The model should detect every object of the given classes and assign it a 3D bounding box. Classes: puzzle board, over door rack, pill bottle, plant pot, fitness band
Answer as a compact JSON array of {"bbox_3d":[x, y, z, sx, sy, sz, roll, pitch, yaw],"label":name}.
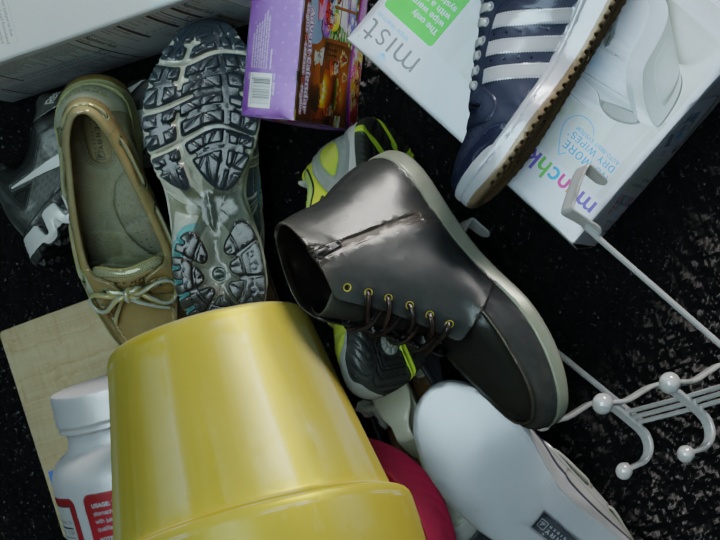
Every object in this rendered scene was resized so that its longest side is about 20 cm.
[{"bbox_3d":[-0.135,0.081,1.759,0.199,0.017,0.152,-20,86,15],"label":"puzzle board"},{"bbox_3d":[0.146,0.044,1.588,0.200,0.147,0.067,49,58,-12],"label":"over door rack"},{"bbox_3d":[-0.137,0.168,1.696,0.111,0.112,0.201,-13,96,15],"label":"pill bottle"},{"bbox_3d":[-0.072,0.129,1.572,0.200,0.201,0.190,-19,77,15],"label":"plant pot"},{"bbox_3d":[0.002,0.204,1.675,0.143,0.037,0.202,5,108,35],"label":"fitness band"}]

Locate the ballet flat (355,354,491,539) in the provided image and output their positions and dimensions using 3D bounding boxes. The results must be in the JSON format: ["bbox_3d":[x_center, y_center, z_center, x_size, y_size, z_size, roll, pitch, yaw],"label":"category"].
[{"bbox_3d":[0.040,0.121,1.683,0.073,0.073,0.201,-21,85,15],"label":"ballet flat"}]

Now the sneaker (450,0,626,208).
[{"bbox_3d":[0.085,-0.144,1.569,0.108,0.070,0.201,32,90,7],"label":"sneaker"}]

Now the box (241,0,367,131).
[{"bbox_3d":[-0.030,-0.193,1.666,0.039,0.137,0.202,6,92,16],"label":"box"}]

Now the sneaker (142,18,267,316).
[{"bbox_3d":[-0.100,-0.063,1.691,0.077,0.086,0.202,-2,94,0],"label":"sneaker"}]

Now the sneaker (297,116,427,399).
[{"bbox_3d":[0.000,0.000,1.670,0.076,0.075,0.201,-29,45,35],"label":"sneaker"}]

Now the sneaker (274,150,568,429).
[{"bbox_3d":[0.034,0.032,1.578,0.200,0.106,0.075,52,146,9],"label":"sneaker"}]

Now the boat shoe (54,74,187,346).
[{"bbox_3d":[-0.159,-0.026,1.692,0.073,0.063,0.202,-7,113,5],"label":"boat shoe"}]

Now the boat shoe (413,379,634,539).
[{"bbox_3d":[0.112,0.144,1.646,0.200,0.066,0.072,39,97,-4],"label":"boat shoe"}]

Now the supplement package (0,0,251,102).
[{"bbox_3d":[-0.188,-0.215,1.703,0.199,0.151,0.153,-16,85,15],"label":"supplement package"}]

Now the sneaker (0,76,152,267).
[{"bbox_3d":[-0.175,-0.098,1.743,0.200,0.066,0.091,-43,82,14],"label":"sneaker"}]

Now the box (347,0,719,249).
[{"bbox_3d":[0.126,-0.145,1.646,0.200,0.097,0.177,43,98,10],"label":"box"}]
